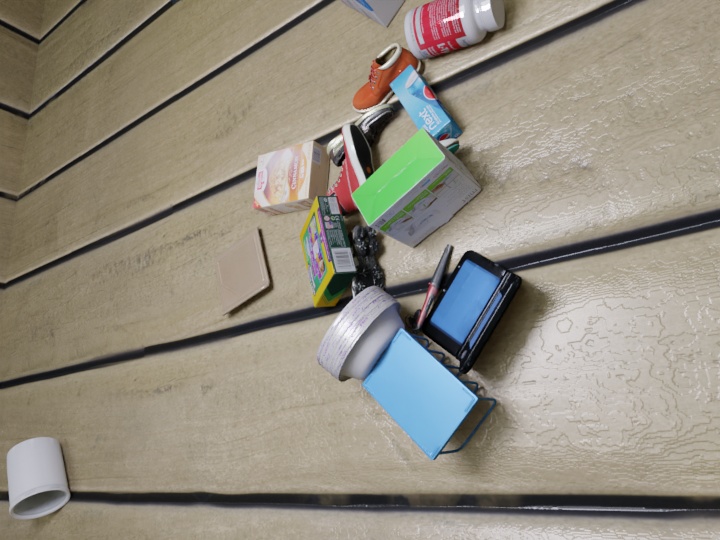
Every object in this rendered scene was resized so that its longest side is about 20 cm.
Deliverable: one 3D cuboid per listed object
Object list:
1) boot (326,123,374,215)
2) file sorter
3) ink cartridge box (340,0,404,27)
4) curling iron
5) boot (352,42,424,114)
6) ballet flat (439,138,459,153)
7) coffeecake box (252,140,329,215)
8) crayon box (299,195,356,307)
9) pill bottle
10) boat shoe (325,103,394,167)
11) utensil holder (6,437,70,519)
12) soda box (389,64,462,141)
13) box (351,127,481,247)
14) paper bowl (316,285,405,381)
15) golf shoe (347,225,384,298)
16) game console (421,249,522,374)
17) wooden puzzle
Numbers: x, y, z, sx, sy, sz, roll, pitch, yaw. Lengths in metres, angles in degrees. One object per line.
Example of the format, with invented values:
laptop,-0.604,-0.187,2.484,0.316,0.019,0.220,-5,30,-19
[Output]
boot,-0.040,-0.234,1.273,0.144,0.072,0.201,-12,96,36
file sorter,0.134,0.231,1.018,0.200,0.123,0.139,41,104,37
ink cartridge box,-0.006,-0.723,1.360,0.084,0.144,0.200,-53,54,12
curling iron,0.144,0.037,1.119,0.050,0.026,0.201,25,91,54
boot,0.042,-0.459,1.281,0.200,0.107,0.075,-33,62,28
ballet flat,0.126,-0.227,1.168,0.200,0.069,0.070,-45,56,29
coffeecake box,-0.182,-0.238,1.409,0.200,0.073,0.154,-5,76,36
crayon box,-0.079,-0.041,1.238,0.173,0.058,0.201,123,139,-56
pill bottle,0.206,-0.544,1.176,0.200,0.112,0.113,-3,76,36
boat shoe,0.006,-0.324,1.300,0.200,0.073,0.065,-33,75,26
utensil holder,-1.062,0.678,1.766,0.170,0.170,0.200,-47,53,18
soda box,0.145,-0.366,1.205,0.068,0.064,0.200,-39,59,22
box,0.118,-0.159,1.099,0.200,0.176,0.097,-41,58,21
paper bowl,0.013,0.139,1.085,0.104,0.201,0.201,38,102,19
golf shoe,0.000,0.000,1.223,0.094,0.078,0.201,-18,67,56
game console,0.202,0.071,1.020,0.116,0.176,0.200,30,98,9
wooden puzzle,-0.326,0.004,1.480,0.185,0.037,0.201,-31,57,27
